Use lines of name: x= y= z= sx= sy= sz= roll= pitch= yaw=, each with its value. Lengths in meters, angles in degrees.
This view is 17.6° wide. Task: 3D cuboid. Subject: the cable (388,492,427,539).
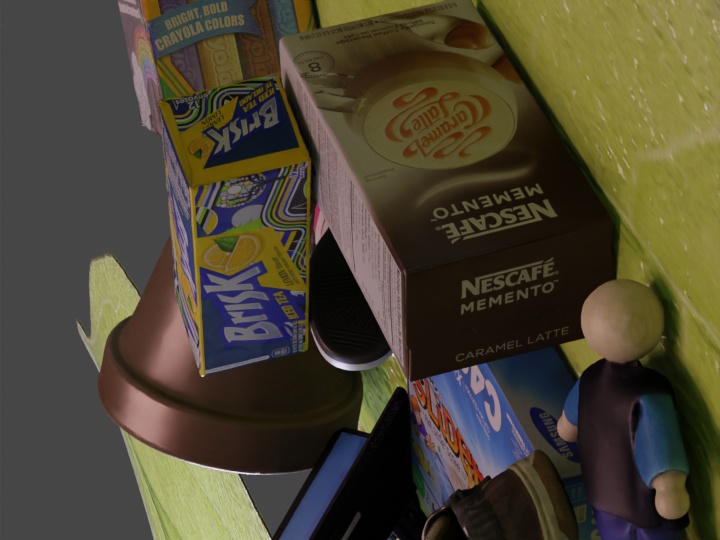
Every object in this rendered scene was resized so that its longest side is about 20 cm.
cable: x=0.041 y=0.240 z=1.683 sx=0.200 sy=0.051 sz=0.163 roll=-123 pitch=28 yaw=-62

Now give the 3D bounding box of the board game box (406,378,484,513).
board game box: x=0.078 y=0.137 z=1.422 sx=0.200 sy=0.034 sz=0.136 roll=-120 pitch=21 yaw=-50

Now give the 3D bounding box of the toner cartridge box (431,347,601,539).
toner cartridge box: x=0.087 y=0.078 z=1.304 sx=0.200 sy=0.043 sz=0.095 roll=-118 pitch=18 yaw=-47

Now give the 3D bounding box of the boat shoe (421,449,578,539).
boat shoe: x=0.063 y=0.147 z=1.235 sx=0.201 sy=0.066 sz=0.072 roll=111 pitch=142 yaw=-69

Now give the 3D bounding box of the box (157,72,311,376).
box: x=-0.069 y=-0.022 z=1.306 sx=0.200 sy=0.070 sz=0.064 roll=93 pitch=160 yaw=-58

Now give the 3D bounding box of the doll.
doll: x=0.131 y=0.099 z=1.128 sx=0.136 sy=0.048 sz=0.200 roll=-135 pitch=33 yaw=-65

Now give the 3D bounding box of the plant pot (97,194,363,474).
plant pot: x=-0.082 y=0.029 z=1.722 sx=0.200 sy=0.200 sz=0.175 roll=-124 pitch=43 yaw=-57

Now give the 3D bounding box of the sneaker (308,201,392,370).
sneaker: x=0.000 y=0.000 z=1.440 sx=0.121 sy=0.083 sz=0.200 roll=92 pitch=-176 yaw=-53

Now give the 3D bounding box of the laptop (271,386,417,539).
laptop: x=-0.036 y=0.167 z=1.570 sx=0.103 sy=0.177 sz=0.200 roll=24 pitch=164 yaw=21

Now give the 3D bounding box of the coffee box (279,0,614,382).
coffee box: x=0.042 y=-0.047 z=1.212 sx=0.200 sy=0.114 sz=0.080 roll=-118 pitch=19 yaw=-44

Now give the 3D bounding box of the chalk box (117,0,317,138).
chalk box: x=-0.109 y=-0.206 z=1.671 sx=0.124 sy=0.124 sz=0.200 roll=-145 pitch=44 yaw=-72
